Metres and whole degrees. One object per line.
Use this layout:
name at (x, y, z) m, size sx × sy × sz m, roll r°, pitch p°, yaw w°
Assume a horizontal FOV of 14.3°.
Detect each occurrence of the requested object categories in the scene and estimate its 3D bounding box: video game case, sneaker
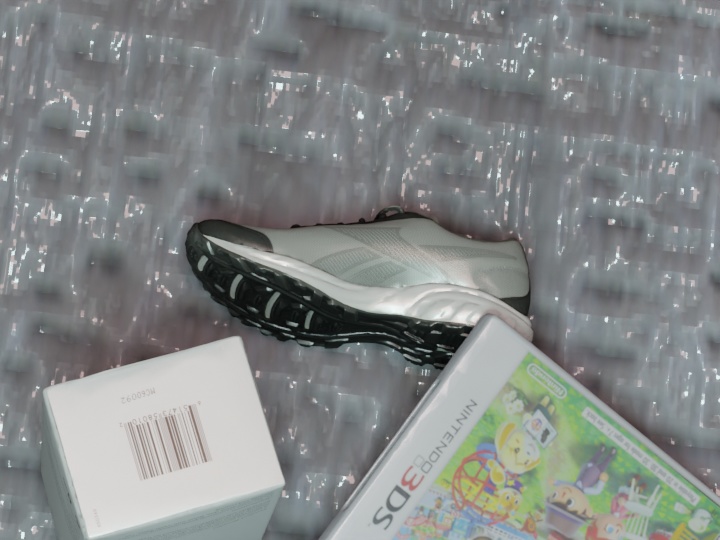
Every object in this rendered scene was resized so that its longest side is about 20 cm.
video game case at (0.093, 0.155, 1.557) m, size 0.200 × 0.022 × 0.182 m, roll 39°, pitch 78°, yaw -10°
sneaker at (0.000, 0.000, 1.606) m, size 0.200 × 0.074 × 0.079 m, roll 12°, pitch 64°, yaw -8°

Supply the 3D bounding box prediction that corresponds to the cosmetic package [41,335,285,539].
cosmetic package at (-0.106, 0.108, 1.492) m, size 0.107 × 0.200 × 0.085 m, roll -15°, pitch 78°, yaw -12°
